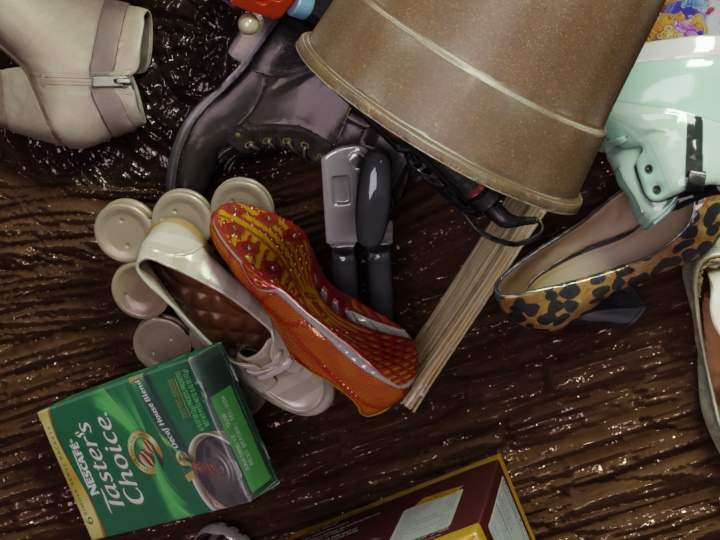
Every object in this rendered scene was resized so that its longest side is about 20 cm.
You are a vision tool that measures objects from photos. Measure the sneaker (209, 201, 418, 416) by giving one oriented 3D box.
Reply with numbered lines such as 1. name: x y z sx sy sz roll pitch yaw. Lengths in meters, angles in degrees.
1. sneaker: -0.046 0.031 0.966 0.200 0.073 0.077 47 135 11

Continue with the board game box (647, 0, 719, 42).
1. board game box: 0.188 -0.176 0.903 0.133 0.045 0.201 4 138 11

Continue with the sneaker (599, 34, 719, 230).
1. sneaker: 0.158 -0.086 0.877 0.199 0.074 0.119 -6 81 20

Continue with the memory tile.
1. memory tile: -0.120 0.028 1.040 0.152 0.017 0.202 -11 111 13

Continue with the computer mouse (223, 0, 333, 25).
1. computer mouse: -0.014 -0.204 0.974 0.198 0.139 0.053 9 121 -3

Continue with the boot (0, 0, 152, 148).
1. boot: -0.241 -0.199 1.041 0.145 0.070 0.202 -2 98 5

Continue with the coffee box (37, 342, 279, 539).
1. coffee box: -0.165 0.140 1.034 0.199 0.044 0.124 -19 95 39

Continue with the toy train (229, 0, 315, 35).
1. toy train: 0.008 -0.211 0.882 0.198 0.150 0.056 9 56 -26

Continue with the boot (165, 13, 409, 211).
1. boot: -0.043 -0.097 1.011 0.173 0.069 0.201 32 109 -2

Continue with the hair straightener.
1. hair straightener: 0.055 -0.086 0.942 0.200 0.077 0.041 41 83 16

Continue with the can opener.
1. can opener: 0.000 0.000 0.991 0.052 0.067 0.202 -2 116 0

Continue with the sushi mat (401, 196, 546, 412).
1. sushi mat: 0.086 0.007 0.981 0.012 0.096 0.201 30 102 -10

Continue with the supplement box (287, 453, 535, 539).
1. supplement box: 0.033 0.255 0.967 0.196 0.200 0.134 -23 92 13

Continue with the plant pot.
1. plant pot: 0.095 -0.169 0.760 0.199 0.200 0.199 33 108 6

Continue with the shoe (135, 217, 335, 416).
1. shoe: -0.098 0.046 1.005 0.070 0.053 0.200 -40 102 21

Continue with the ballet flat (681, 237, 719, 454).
1. ballet flat: 0.280 0.075 0.965 0.067 0.062 0.202 -18 93 13

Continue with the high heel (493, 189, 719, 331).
1. high heel: 0.182 -0.037 0.913 0.072 0.142 0.201 54 129 41

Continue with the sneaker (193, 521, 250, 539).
1. sneaker: -0.157 0.307 1.055 0.075 0.115 0.202 23 100 8
